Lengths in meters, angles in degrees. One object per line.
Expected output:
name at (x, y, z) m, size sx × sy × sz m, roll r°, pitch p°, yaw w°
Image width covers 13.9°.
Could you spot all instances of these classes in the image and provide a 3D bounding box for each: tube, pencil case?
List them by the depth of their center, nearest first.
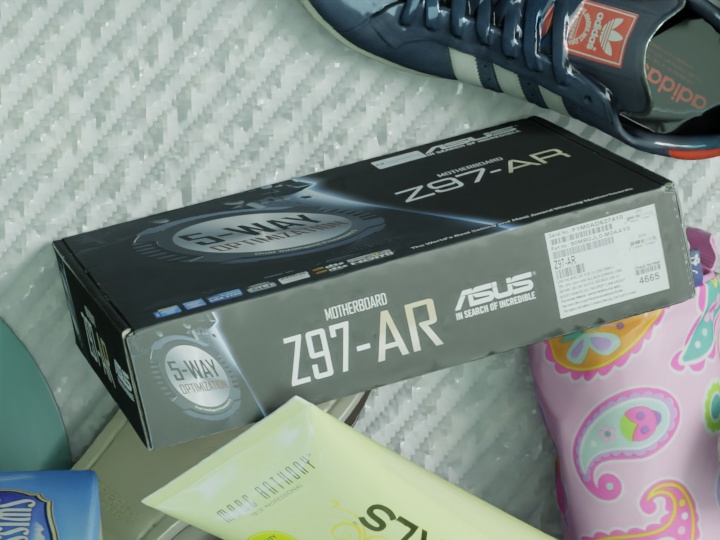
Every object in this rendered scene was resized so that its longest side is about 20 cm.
tube at (0.020, 0.100, 1.043) m, size 0.200 × 0.052 × 0.058 m, roll 31°, pitch 88°, yaw -37°
pencil case at (0.113, 0.088, 1.144) m, size 0.087 × 0.087 × 0.201 m, roll -10°, pitch 100°, yaw -12°

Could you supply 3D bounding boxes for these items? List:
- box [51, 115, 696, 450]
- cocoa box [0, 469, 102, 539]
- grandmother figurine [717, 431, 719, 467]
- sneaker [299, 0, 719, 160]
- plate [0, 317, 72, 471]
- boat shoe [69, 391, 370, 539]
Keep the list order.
box at (0.000, 0.000, 1.060) m, size 0.199 × 0.160 × 0.044 m, roll -15°, pitch 105°, yaw -11°
cocoa box at (-0.148, 0.183, 0.992) m, size 0.130 × 0.133 × 0.201 m, roll -2°, pitch 108°, yaw -2°
grandmother figurine at (0.210, 0.088, 1.137) m, size 0.199 × 0.061 × 0.121 m, roll 23°, pitch 113°, yaw -41°
sneaker at (0.072, -0.094, 1.101) m, size 0.199 × 0.084 × 0.075 m, roll 15°, pitch 95°, yaw -16°
plate at (-0.203, 0.089, 1.094) m, size 0.199 × 0.026 × 0.202 m, roll -2°, pitch 99°, yaw -14°
boat shoe at (-0.069, 0.091, 1.109) m, size 0.200 × 0.072 × 0.060 m, roll -42°, pitch 147°, yaw -17°
